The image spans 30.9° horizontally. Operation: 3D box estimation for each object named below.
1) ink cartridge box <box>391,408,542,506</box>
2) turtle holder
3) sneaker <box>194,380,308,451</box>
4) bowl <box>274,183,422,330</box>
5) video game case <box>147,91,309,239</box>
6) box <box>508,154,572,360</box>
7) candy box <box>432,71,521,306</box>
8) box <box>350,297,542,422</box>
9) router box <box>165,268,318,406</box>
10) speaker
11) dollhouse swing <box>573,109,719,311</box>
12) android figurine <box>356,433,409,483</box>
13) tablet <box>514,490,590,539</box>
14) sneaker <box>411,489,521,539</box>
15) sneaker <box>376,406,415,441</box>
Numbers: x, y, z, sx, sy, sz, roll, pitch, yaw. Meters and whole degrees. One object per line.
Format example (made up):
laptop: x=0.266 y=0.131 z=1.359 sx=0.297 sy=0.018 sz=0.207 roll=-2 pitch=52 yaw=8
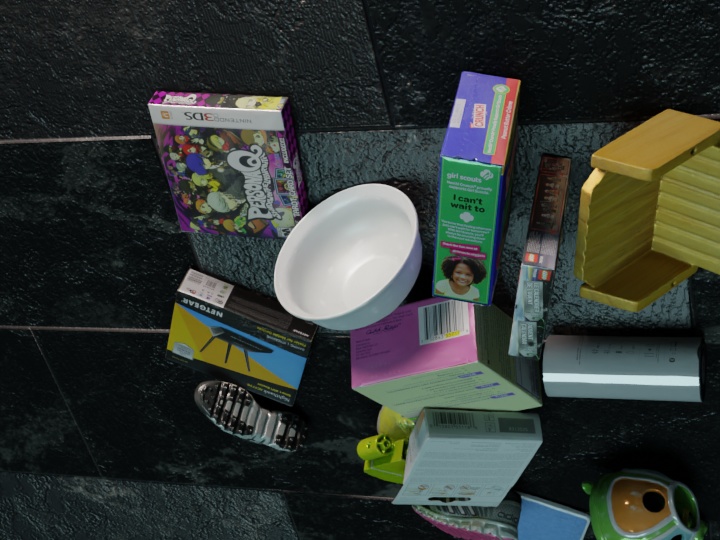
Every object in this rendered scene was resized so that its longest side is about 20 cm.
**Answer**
ink cartridge box: x=0.138 y=0.252 z=1.739 sx=0.160 sy=0.051 sz=0.201 roll=3 pitch=147 yaw=-13
turtle holder: x=0.395 y=0.348 z=1.774 sx=0.131 sy=0.142 sz=0.186 roll=-24 pitch=117 yaw=34
sneaker: x=-0.174 y=0.214 z=1.899 sx=0.199 sy=0.067 sz=0.090 roll=29 pitch=160 yaw=-36
bowl: x=0.000 y=0.000 z=1.599 sx=0.199 sy=0.203 sz=0.090 roll=-12 pitch=138 yaw=29
video game case: x=-0.161 y=-0.130 z=1.644 sx=0.179 sy=0.036 sz=0.202 roll=6 pitch=131 yaw=17
box: x=0.206 y=-0.017 z=1.488 sx=0.039 sy=0.201 sz=0.138 roll=9 pitch=133 yaw=9
candy box: x=0.132 y=-0.093 z=1.472 sx=0.076 sy=0.170 sz=0.201 roll=7 pitch=132 yaw=10
box: x=0.110 y=0.115 z=1.649 sx=0.174 sy=0.098 sz=0.200 roll=-15 pitch=152 yaw=27
router box: x=-0.166 y=0.096 z=1.830 sx=0.198 sy=0.051 sz=0.150 roll=20 pitch=135 yaw=3
speaker: x=0.331 y=0.122 z=1.643 sx=0.198 sy=0.082 sz=0.082 roll=0 pitch=129 yaw=20
dollhouse swing: x=0.361 y=-0.039 z=1.426 sx=0.175 sy=0.181 sz=0.201 roll=37 pitch=144 yaw=36
android figurine: x=0.082 y=0.273 z=1.853 sx=0.180 sy=0.042 sz=0.200 roll=16 pitch=160 yaw=-21
tablet: x=0.262 y=0.411 z=1.966 sx=0.129 sy=0.014 sz=0.201 roll=17 pitch=132 yaw=7
sneaker: x=0.162 y=0.344 z=1.912 sx=0.199 sy=0.088 sz=0.074 roll=1 pitch=152 yaw=49
sneaker: x=0.090 y=0.197 z=1.804 sx=0.075 sy=0.077 sz=0.199 roll=41 pitch=132 yaw=-18
